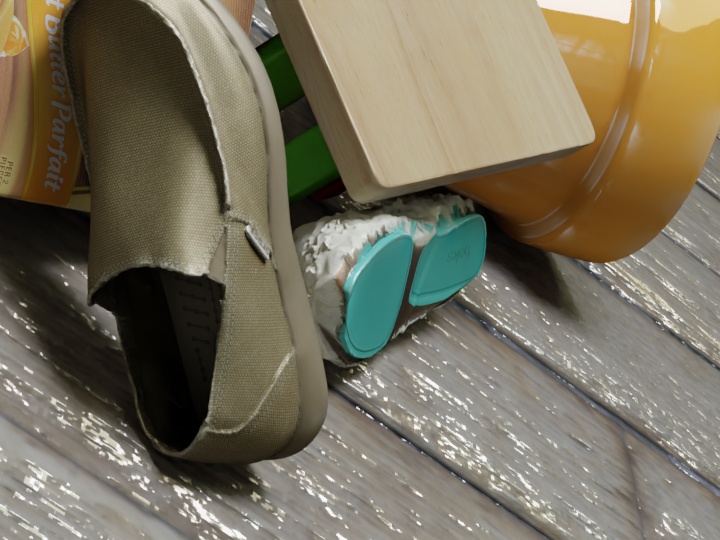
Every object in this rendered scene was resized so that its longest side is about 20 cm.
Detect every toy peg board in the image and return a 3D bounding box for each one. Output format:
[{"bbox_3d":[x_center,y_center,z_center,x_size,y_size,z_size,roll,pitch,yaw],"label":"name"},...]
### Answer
[{"bbox_3d":[-0.009,-0.123,1.052,0.199,0.098,0.201,-15,80,-55],"label":"toy peg board"}]

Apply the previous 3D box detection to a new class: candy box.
[{"bbox_3d":[-0.129,-0.086,0.853,0.055,0.116,0.199,13,2,37],"label":"candy box"}]

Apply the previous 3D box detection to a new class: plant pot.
[{"bbox_3d":[0.077,-0.121,1.216,0.182,0.201,0.201,13,31,-23],"label":"plant pot"}]

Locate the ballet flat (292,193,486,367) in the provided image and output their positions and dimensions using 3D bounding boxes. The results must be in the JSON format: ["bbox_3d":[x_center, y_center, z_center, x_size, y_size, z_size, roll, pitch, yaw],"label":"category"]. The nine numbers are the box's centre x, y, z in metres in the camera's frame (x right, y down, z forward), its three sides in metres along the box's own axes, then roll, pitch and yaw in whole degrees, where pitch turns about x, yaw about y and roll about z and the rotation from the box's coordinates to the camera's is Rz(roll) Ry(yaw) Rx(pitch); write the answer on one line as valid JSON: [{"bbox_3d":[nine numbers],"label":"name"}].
[{"bbox_3d":[0.000,0.000,1.012,0.072,0.072,0.200,45,19,10],"label":"ballet flat"}]

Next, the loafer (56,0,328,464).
[{"bbox_3d":[-0.067,-0.019,0.810,0.067,0.076,0.201,-26,98,-53],"label":"loafer"}]
